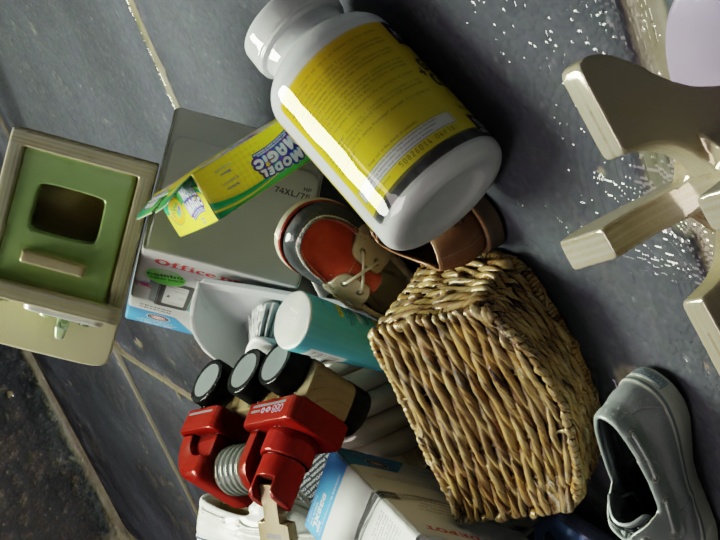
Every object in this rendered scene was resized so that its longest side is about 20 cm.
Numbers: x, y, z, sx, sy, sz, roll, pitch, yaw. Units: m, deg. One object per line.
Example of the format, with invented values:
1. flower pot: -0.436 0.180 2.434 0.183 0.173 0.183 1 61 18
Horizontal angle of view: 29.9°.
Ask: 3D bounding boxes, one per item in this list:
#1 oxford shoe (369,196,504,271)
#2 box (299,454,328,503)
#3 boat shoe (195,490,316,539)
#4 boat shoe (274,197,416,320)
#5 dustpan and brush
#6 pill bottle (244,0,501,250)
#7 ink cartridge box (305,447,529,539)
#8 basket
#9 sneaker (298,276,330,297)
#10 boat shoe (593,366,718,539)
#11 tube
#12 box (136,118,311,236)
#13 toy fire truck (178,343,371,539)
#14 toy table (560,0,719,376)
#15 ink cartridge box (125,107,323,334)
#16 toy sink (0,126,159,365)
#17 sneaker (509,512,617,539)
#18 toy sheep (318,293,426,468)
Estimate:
1. oxford shoe: 0.027 -0.054 1.102 0.200 0.071 0.072 31 148 50
2. box: -0.010 0.252 1.431 0.200 0.117 0.197 49 -179 20
3. boat shoe: -0.083 0.236 1.309 0.201 0.074 0.087 -4 90 44
4. boat shoe: 0.000 0.000 1.153 0.063 0.071 0.200 40 -179 38
5. dustpan and brush: -0.095 0.077 1.257 0.200 0.139 0.058 116 162 -67
6. pill bottle: 0.004 -0.120 1.005 0.200 0.112 0.112 50 157 18
7. ink cartridge box: 0.058 0.237 1.160 0.145 0.084 0.200 19 -174 -24
8. basket: 0.123 0.081 1.092 0.142 0.149 0.201 -15 110 32
9. sneaker: -0.106 0.016 1.427 0.200 0.099 0.071 51 155 11
10. boat shoe: 0.212 0.166 1.006 0.070 0.071 0.201 27 143 51
11. tube: 0.017 0.068 1.179 0.199 0.051 0.077 20 -165 -38
12. box: -0.087 -0.089 1.116 0.049 0.200 0.117 60 158 -7
13. toy fire truck: -0.086 0.186 1.184 0.128 0.201 0.176 36 149 -26
14. toy table: 0.195 -0.046 0.706 0.200 0.117 0.184 56 157 7
15. ink cartridge box: -0.131 -0.034 1.282 0.146 0.147 0.200 14 157 -8
16. toy sink: -0.266 -0.015 1.203 0.130 0.201 0.112 15 -177 -9
17. sneaker: 0.164 0.259 1.191 0.074 0.082 0.200 36 158 -6
18. toy sheep: 0.009 0.116 1.292 0.201 0.138 0.138 63 157 -1
